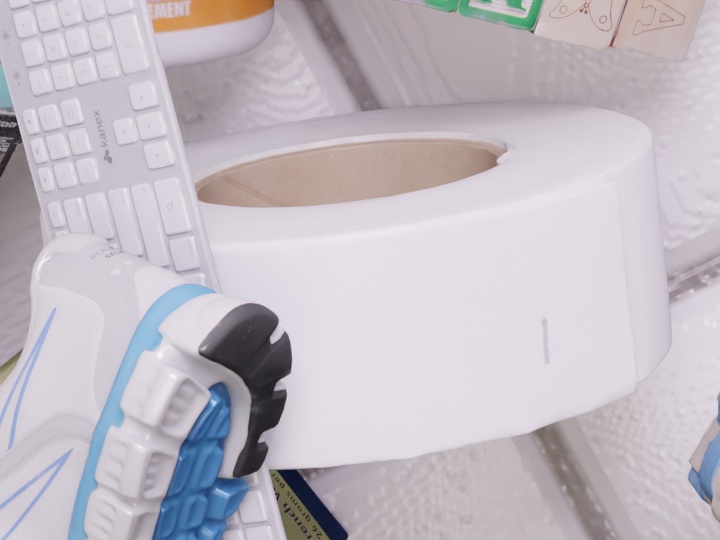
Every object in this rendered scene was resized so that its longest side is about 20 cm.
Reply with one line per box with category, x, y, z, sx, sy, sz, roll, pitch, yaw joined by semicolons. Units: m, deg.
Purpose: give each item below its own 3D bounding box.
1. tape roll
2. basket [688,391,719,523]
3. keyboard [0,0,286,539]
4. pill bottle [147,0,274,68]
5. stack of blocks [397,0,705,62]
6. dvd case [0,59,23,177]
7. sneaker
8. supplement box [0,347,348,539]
tape roll;0.000;0.000;0.844;0.201;0.202;0.071;-3;103;14
basket;0.211;0.086;0.787;0.176;0.200;0.140;20;100;-35
keyboard;-0.062;0.008;0.759;0.056;0.011;0.201;-8;99;40
pill bottle;-0.087;-0.172;0.865;0.111;0.112;0.202;1;105;13
stack of blocks;0.026;-0.145;0.820;0.199;0.059;0.116;10;110;-26
dvd case;-0.182;-0.036;0.906;0.200;0.022;0.146;-56;51;38
sneaker;-0.089;0.080;0.758;0.086;0.075;0.201;33;110;28
supplement box;-0.137;0.130;0.913;0.200;0.200;0.134;-38;94;20
